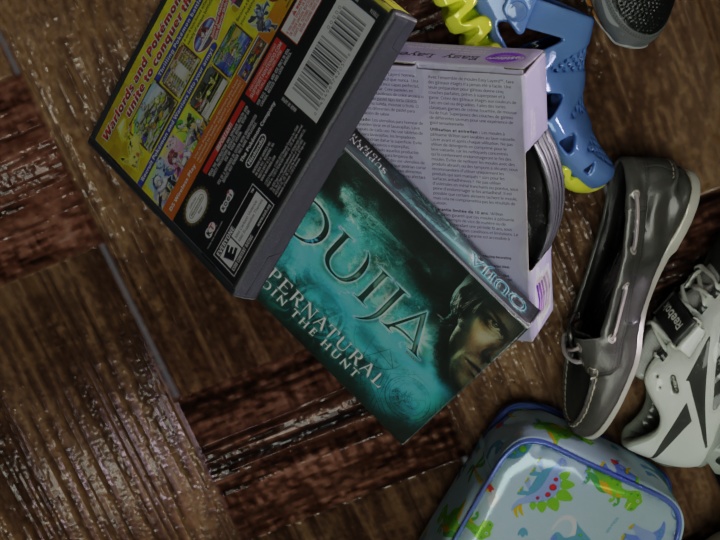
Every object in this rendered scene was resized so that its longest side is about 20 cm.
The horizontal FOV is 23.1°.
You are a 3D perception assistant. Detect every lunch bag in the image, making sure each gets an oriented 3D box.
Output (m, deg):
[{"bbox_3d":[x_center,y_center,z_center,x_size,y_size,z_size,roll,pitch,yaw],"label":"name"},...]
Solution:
[{"bbox_3d":[0.128,0.208,1.257,0.160,0.083,0.201,25,107,-10],"label":"lunch bag"}]

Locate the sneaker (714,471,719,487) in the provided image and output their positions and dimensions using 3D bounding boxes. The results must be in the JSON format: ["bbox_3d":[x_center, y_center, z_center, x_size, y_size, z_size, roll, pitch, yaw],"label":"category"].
[{"bbox_3d":[0.341,0.083,1.230,0.139,0.078,0.201,11,119,-9],"label":"sneaker"}]

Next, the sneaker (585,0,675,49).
[{"bbox_3d":[0.190,-0.233,1.087,0.078,0.077,0.201,-6,115,-33],"label":"sneaker"}]

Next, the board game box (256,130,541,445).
[{"bbox_3d":[0.000,0.000,1.119,0.200,0.028,0.135,44,125,0],"label":"board game box"}]

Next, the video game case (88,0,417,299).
[{"bbox_3d":[-0.073,-0.115,1.089,0.025,0.181,0.201,10,117,-49],"label":"video game case"}]

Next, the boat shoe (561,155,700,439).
[{"bbox_3d":[0.166,0.015,1.193,0.057,0.067,0.201,15,103,-21],"label":"boat shoe"}]

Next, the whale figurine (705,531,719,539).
[{"bbox_3d":[0.321,0.233,1.245,0.199,0.104,0.159,-31,117,26],"label":"whale figurine"}]

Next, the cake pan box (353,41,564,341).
[{"bbox_3d":[0.029,-0.054,1.126,0.199,0.052,0.185,5,118,23],"label":"cake pan box"}]

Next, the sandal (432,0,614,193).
[{"bbox_3d":[0.116,-0.140,1.132,0.087,0.080,0.200,-32,110,5],"label":"sandal"}]

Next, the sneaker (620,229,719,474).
[{"bbox_3d":[0.227,0.047,1.206,0.088,0.074,0.201,7,110,-7],"label":"sneaker"}]
